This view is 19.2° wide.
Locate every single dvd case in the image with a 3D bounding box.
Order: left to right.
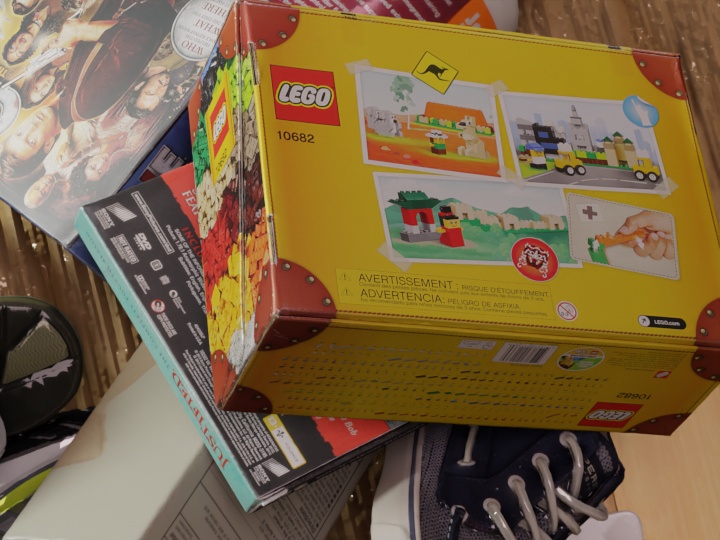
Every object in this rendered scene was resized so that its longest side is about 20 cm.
[{"bbox_3d":[0.000,0.000,0.899,0.200,0.022,0.146,-25,73,-28],"label":"dvd case"}]

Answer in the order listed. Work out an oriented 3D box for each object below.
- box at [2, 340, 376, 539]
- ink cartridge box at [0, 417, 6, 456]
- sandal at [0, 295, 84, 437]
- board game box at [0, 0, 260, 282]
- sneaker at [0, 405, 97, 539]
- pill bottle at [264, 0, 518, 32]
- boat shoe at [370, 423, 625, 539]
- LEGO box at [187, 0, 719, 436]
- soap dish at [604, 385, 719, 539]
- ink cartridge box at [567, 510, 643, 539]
[{"bbox_3d":[-0.056,0.074,0.920,0.200,0.078,0.095,-56,131,-36],"label":"box"},{"bbox_3d":[-0.273,0.057,0.898,0.200,0.083,0.145,-21,103,8],"label":"ink cartridge box"},{"bbox_3d":[-0.224,0.052,0.970,0.201,0.057,0.080,-5,103,0],"label":"sandal"},{"bbox_3d":[-0.139,-0.098,0.963,0.200,0.035,0.136,34,83,36],"label":"board game box"},{"bbox_3d":[-0.156,0.121,0.965,0.200,0.074,0.081,-24,100,-11],"label":"sneaker"},{"bbox_3d":[0.004,-0.117,1.006,0.110,0.110,0.200,44,77,4],"label":"pill bottle"},{"bbox_3d":[0.060,0.098,0.868,0.093,0.200,0.075,-18,118,12],"label":"boat shoe"},{"bbox_3d":[0.040,-0.019,0.859,0.200,0.077,0.149,5,57,-19],"label":"LEGO box"},{"bbox_3d":[0.157,0.087,0.993,0.157,0.081,0.200,-10,78,-8],"label":"soap dish"},{"bbox_3d":[0.082,0.207,0.893,0.116,0.067,0.200,-9,85,-1],"label":"ink cartridge box"}]
